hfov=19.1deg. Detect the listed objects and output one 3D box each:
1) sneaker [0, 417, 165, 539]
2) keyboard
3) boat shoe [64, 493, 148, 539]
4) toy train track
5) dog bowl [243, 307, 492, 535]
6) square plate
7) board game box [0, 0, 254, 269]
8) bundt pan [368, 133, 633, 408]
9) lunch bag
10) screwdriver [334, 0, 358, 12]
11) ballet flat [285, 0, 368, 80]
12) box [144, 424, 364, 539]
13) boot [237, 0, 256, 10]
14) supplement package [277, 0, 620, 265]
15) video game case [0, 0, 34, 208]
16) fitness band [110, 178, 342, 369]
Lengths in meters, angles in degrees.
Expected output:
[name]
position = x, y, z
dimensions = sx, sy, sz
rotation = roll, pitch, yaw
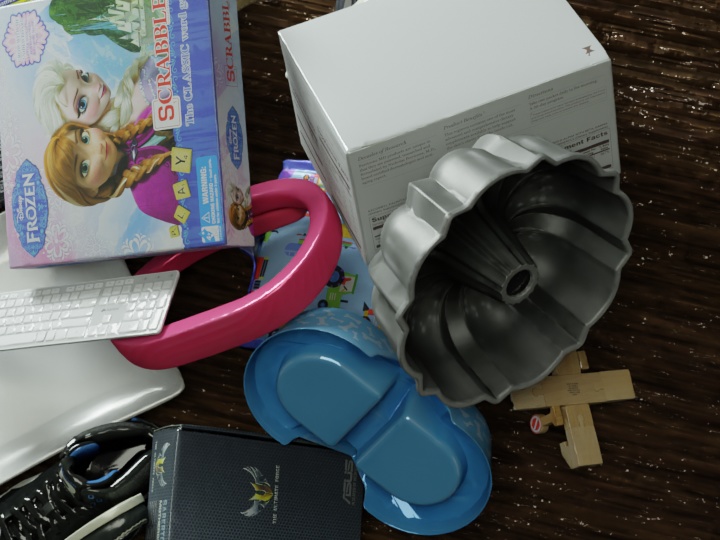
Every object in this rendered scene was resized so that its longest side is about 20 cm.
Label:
[sneaker]
position = -0.226, 0.167, 1.586
dimensions = 0.200, 0.112, 0.073
rotation = -32, 75, -2
[keyboard]
position = -0.223, 0.033, 1.586
dimensions = 0.199, 0.011, 0.056
rotation = -7, 44, 29
[boat shoe]
position = -0.208, 0.237, 1.559
dimensions = 0.199, 0.074, 0.066
rotation = -42, 79, 26
[toy train track]
position = 0.141, 0.052, 1.601
dimensions = 0.114, 0.033, 0.201
rotation = -2, 73, -33
[dog bowl]
position = 0.011, 0.104, 1.541
dimensions = 0.200, 0.050, 0.111
rotation = 38, 125, -7
[square plate]
position = -0.260, 0.053, 1.653
dimensions = 0.200, 0.028, 0.198
rotation = -27, 73, -1
[board game box]
position = -0.177, -0.108, 1.574
dimensions = 0.199, 0.041, 0.201
rotation = -6, 87, 30
[bundt pan]
position = 0.087, -0.009, 1.472
dimensions = 0.202, 0.202, 0.076
rotation = -45, 49, -4
[lunch bag]
position = 0.000, 0.000, 1.612
dimensions = 0.199, 0.094, 0.151
rotation = 11, 81, 14
[screwdriver]
position = -0.014, -0.131, 1.678
dimensions = 0.028, 0.029, 0.201
rotation = 5, 87, 7
[ballet flat]
position = 0.035, -0.187, 1.639
dimensions = 0.199, 0.069, 0.070
rotation = -11, 76, -12
[box]
position = -0.079, 0.220, 1.549
dimensions = 0.157, 0.051, 0.201
rotation = 11, 76, -28
[boot]
position = -0.130, -0.146, 1.664
dimensions = 0.200, 0.072, 0.155
rotation = -27, 76, 5
[supplement package]
position = 0.063, -0.122, 1.545
dimensions = 0.199, 0.111, 0.156
rotation = -20, 44, -9
[video game case]
position = -0.274, -0.146, 1.663
dimensions = 0.200, 0.025, 0.181
rotation = -17, 83, 22
[fitness band]
position = -0.100, 0.002, 1.566
dimensions = 0.200, 0.037, 0.144
rotation = -21, 35, 26
